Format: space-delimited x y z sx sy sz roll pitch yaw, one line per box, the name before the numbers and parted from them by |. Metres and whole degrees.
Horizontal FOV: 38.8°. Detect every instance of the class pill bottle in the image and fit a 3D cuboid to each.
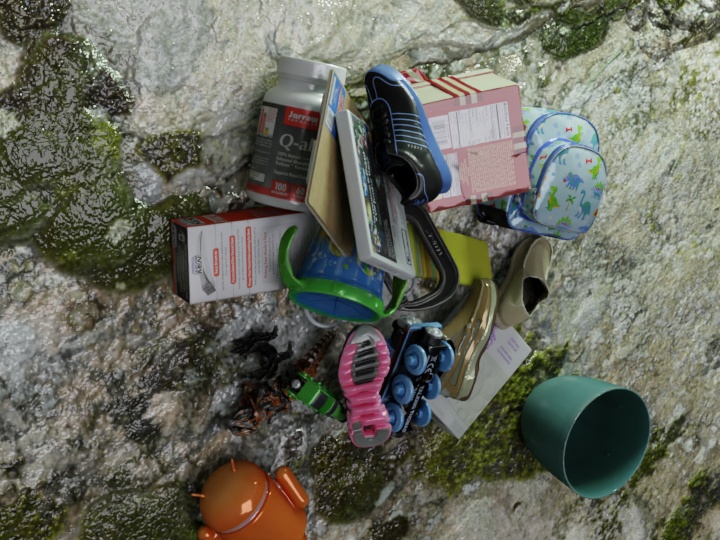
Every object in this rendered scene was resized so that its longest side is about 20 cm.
pill bottle | -0.085 -0.188 1.413 0.116 0.116 0.200 6 100 -32

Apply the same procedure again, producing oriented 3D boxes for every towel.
towel | 0.139 -0.019 1.613 0.200 0.018 0.086 10 69 -45

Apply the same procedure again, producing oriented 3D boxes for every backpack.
backpack | 0.303 -0.155 1.643 0.183 0.147 0.200 9 95 -36

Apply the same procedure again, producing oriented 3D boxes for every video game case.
video game case | 0.022 -0.097 1.377 0.182 0.023 0.200 23 56 -68

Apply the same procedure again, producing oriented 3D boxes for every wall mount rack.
wall mount rack | 0.000 0.000 1.548 0.200 0.075 0.174 -22 82 -26

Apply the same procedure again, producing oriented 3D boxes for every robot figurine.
robot figurine | -0.157 0.359 1.521 0.200 0.144 0.117 49 44 -31

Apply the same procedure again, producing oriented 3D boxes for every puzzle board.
puzzle board | -0.031 -0.140 1.347 0.151 0.017 0.200 53 41 -57

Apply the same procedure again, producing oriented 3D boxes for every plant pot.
plant pot | 0.380 0.275 1.799 0.200 0.161 0.201 -9 107 -29

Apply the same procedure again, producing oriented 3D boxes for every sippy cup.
sippy cup | -0.022 -0.009 1.431 0.178 0.139 0.131 43 56 -61

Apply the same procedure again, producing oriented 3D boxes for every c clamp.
c clamp | 0.047 -0.020 1.519 0.171 0.027 0.200 -33 86 -16

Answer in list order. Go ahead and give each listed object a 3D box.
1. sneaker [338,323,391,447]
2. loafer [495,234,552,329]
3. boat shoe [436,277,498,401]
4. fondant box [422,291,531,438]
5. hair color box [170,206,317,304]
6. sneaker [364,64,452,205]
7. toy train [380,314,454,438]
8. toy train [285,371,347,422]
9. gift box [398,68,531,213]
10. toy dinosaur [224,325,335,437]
sneaker | 0.002 0.161 1.525 0.079 0.095 0.200 -4 116 -7
loafer | 0.282 0.019 1.694 0.076 0.068 0.200 54 50 -31
boat shoe | 0.159 0.104 1.613 0.076 0.072 0.200 15 90 -13
fondant box | 0.173 0.156 1.702 0.200 0.058 0.144 -49 122 -12
hair color box | -0.161 -0.026 1.442 0.200 0.064 0.111 -9 109 -32
sneaker | 0.048 -0.181 1.370 0.078 0.070 0.200 -25 84 -36
toy train | 0.067 0.160 1.581 0.087 0.114 0.200 -3 122 -40
toy train | -0.057 0.193 1.516 0.042 0.056 0.200 -54 159 -6
gift box | 0.126 -0.200 1.503 0.200 0.187 0.185 -8 109 -7
toy dinosaur | -0.125 0.157 1.517 0.200 0.102 0.136 -56 141 -28
